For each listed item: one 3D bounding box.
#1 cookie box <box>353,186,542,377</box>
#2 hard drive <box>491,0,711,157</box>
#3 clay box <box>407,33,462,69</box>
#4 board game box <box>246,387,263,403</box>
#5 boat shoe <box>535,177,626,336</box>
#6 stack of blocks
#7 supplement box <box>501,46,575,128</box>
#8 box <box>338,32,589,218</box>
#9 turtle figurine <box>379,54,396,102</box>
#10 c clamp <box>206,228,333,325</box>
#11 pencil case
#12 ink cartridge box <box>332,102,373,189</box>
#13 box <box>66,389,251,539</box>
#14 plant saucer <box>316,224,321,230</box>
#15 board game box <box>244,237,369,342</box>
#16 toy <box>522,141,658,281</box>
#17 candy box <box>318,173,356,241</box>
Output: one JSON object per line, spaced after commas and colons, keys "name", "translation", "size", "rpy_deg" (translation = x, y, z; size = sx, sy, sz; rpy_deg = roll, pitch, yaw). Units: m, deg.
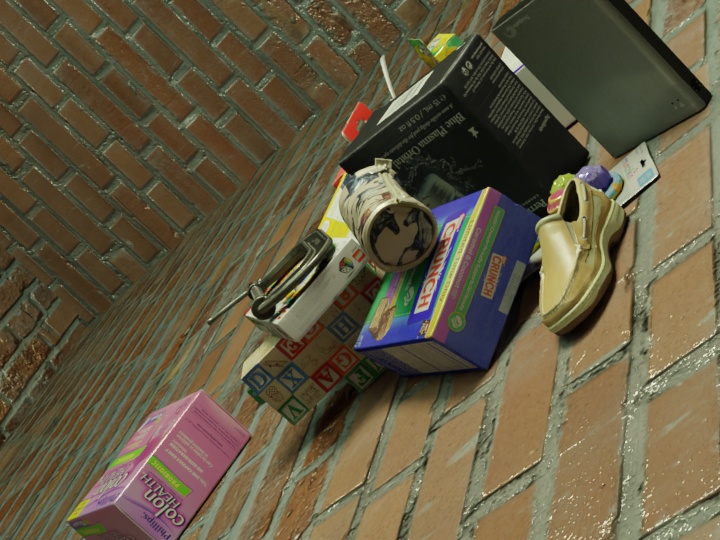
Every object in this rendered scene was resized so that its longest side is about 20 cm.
{"name": "cookie box", "translation": [0.089, 0.017, 1.441], "size": [0.200, 0.075, 0.171], "rpy_deg": [-17, 48, 66]}
{"name": "hard drive", "translation": [0.252, -0.221, 1.456], "size": [0.140, 0.200, 0.033], "rpy_deg": [-30, 20, 51]}
{"name": "clay box", "translation": [0.155, -0.261, 1.902], "size": [0.048, 0.200, 0.115], "rpy_deg": [-46, 13, 1]}
{"name": "board game box", "translation": [-0.079, 0.091, 1.960], "size": [0.135, 0.029, 0.200], "rpy_deg": [-37, 15, 34]}
{"name": "boat shoe", "translation": [0.193, -0.019, 1.298], "size": [0.072, 0.076, 0.200], "rpy_deg": [-37, 15, 34]}
{"name": "stack of blocks", "translation": [-0.029, 0.086, 1.609], "size": [0.200, 0.115, 0.059], "rpy_deg": [-45, 12, 11]}
{"name": "supplement box", "translation": [0.248, -0.261, 1.828], "size": [0.103, 0.101, 0.200], "rpy_deg": [-39, 15, 28]}
{"name": "box", "translation": [0.119, -0.131, 1.607], "size": [0.197, 0.200, 0.117], "rpy_deg": [-35, 16, 44]}
{"name": "turtle figurine", "translation": [0.082, -0.181, 2.040], "size": [0.144, 0.200, 0.194], "rpy_deg": [91, -155, -54]}
{"name": "c clamp", "translation": [-0.097, 0.016, 1.572], "size": [0.171, 0.027, 0.200], "rpy_deg": [-43, 10, -7]}
{"name": "pencil case", "translation": [0.027, -0.059, 1.470], "size": [0.200, 0.078, 0.090], "rpy_deg": [-122, 32, -73]}
{"name": "ink cartridge box", "translation": [0.037, -0.117, 1.832], "size": [0.067, 0.200, 0.116], "rpy_deg": [-39, 14, 28]}
{"name": "box", "translation": [-0.269, 0.277, 1.838], "size": [0.176, 0.097, 0.200], "rpy_deg": [-28, 23, 55]}
{"name": "plant saucer", "translation": [0.000, 0.000, 1.715], "size": [0.200, 0.037, 0.200], "rpy_deg": [-25, 52, 36]}
{"name": "board game box", "translation": [-0.064, 0.019, 1.583], "size": [0.126, 0.035, 0.200], "rpy_deg": [-49, 12, -10]}
{"name": "toy", "translation": [0.214, -0.067, 1.447], "size": [0.200, 0.047, 0.115], "rpy_deg": [-43, 14, 18]}
{"name": "candy box", "translation": [-0.025, -0.019, 1.703], "size": [0.102, 0.026, 0.200], "rpy_deg": [22, 85, 47]}
